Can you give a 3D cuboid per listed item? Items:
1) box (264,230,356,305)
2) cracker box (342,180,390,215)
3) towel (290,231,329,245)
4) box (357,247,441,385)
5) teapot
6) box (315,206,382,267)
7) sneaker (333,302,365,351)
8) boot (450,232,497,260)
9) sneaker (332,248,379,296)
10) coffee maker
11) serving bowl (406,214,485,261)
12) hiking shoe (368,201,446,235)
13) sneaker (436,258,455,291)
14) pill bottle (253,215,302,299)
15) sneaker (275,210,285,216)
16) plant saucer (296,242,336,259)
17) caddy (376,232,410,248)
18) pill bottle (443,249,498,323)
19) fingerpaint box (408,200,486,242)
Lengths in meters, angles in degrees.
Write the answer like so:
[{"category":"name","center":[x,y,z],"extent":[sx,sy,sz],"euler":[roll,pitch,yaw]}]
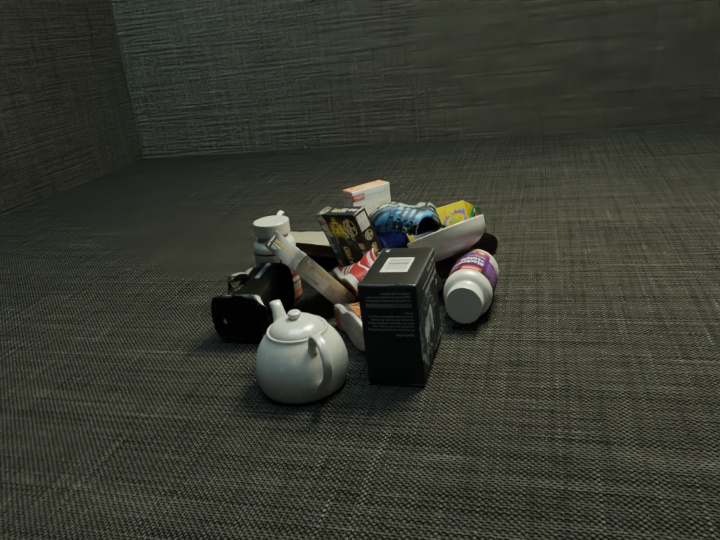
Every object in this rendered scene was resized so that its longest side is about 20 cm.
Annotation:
[{"category":"box","center":[-0.118,0.003,1.534],"extent":[0.049,0.200,0.158],"euler":[-51,41,-3]},{"category":"cracker box","center":[0.025,-0.144,1.871],"extent":[0.132,0.205,0.057],"euler":[-18,23,-30]},{"category":"towel","center":[-0.178,-0.085,2.021],"extent":[0.195,0.035,0.133],"euler":[1,23,16]},{"category":"box","center":[0.082,0.083,1.261],"extent":[0.114,0.205,0.197],"euler":[0,22,17]},{"category":"teapot","center":[-0.114,0.147,1.235],"extent":[0.195,0.150,0.198],"euler":[2,22,18]},{"category":"box","center":[-0.015,-0.067,1.657],"extent":[0.049,0.203,0.159],"euler":[-39,29,-28]},{"category":"sneaker","center":[0.020,0.104,1.403],"extent":[0.109,0.080,0.200],"euler":[-14,22,-17]},{"category":"boot","center":[0.281,-0.070,1.773],"extent":[0.196,0.077,0.096],"euler":[-6,9,-37]},{"category":"sneaker","center":[0.000,0.000,1.607],"extent":[0.112,0.072,0.200],"euler":[-40,15,-8]},{"category":"coffee maker","center":[-0.222,0.078,1.512],"extent":[0.188,0.137,0.200],"euler":[22,27,6]},{"category":"serving bowl","center":[0.213,-0.068,1.562],"extent":[0.196,0.067,0.200],"euler":[-22,-1,0]},{"category":"hiking shoe","center":[0.112,-0.125,1.628],"extent":[0.195,0.076,0.087],"euler":[-11,37,-15]},{"category":"sneaker","center":[0.222,-0.006,1.652],"extent":[0.112,0.077,0.202],"euler":[-2,31,-1]},{"category":"pill bottle","center":[-0.211,-0.028,1.640],"extent":[0.106,0.205,0.110],"euler":[-5,20,2]},{"category":"sneaker","center":[-0.189,-0.054,1.731],"extent":[0.097,0.205,0.071],"euler":[10,16,13]},{"category":"plant saucer","center":[-0.138,-0.054,1.841],"extent":[0.194,0.033,0.200],"euler":[5,-2,0]},{"category":"caddy","center":[0.055,-0.063,1.738],"extent":[0.104,0.145,0.198],"euler":[-25,28,-34]},{"category":"pill bottle","center":[0.246,0.037,1.456],"extent":[0.108,0.114,0.200],"euler":[1,22,18]},{"category":"fingerpaint box","center":[0.222,-0.121,1.778],"extent":[0.196,0.075,0.166],"euler":[-16,-9,27]}]
